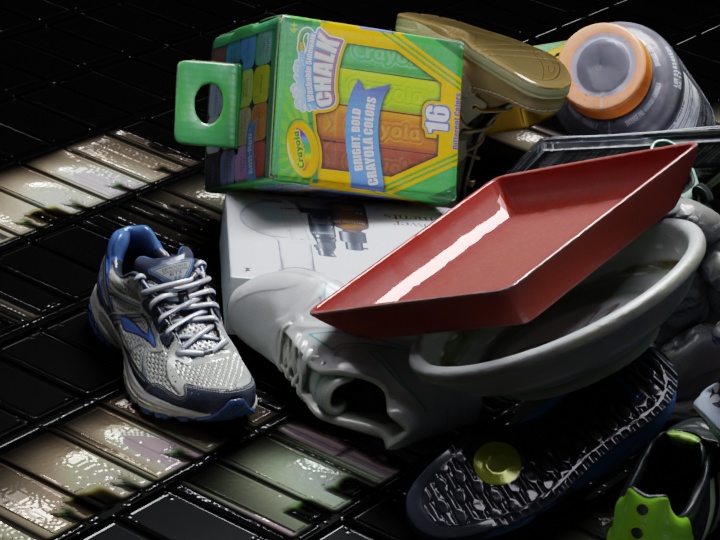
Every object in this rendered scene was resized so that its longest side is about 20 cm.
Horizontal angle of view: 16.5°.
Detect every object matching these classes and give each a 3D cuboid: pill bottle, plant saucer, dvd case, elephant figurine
[{"bbox_3d":[0.213,-0.133,1.970,0.106,0.106,0.200,18,-7,22],"label":"pill bottle"},{"bbox_3d":[0.129,0.034,1.553,0.200,0.050,0.200,-23,14,6],"label":"plant saucer"},{"bbox_3d":[0.097,-0.013,1.604,0.200,0.037,0.200,-36,16,-35],"label":"plant saucer"},{"bbox_3d":[0.205,-0.077,1.936,0.200,0.149,0.016,-4,72,-20],"label":"dvd case"},{"bbox_3d":[0.181,0.045,1.689,0.155,0.200,0.142,26,2,-21],"label":"elephant figurine"}]

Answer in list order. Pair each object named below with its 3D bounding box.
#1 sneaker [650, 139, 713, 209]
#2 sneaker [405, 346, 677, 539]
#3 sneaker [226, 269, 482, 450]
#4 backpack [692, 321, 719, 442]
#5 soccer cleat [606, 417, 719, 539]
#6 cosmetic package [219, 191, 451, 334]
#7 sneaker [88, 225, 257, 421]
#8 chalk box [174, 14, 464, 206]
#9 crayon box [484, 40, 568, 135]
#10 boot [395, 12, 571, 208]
[{"bbox_3d":[0.243,-0.050,1.891,0.074,0.118,0.200,12,24,13],"label":"sneaker"},{"bbox_3d":[0.115,0.121,1.557,0.200,0.078,0.066,-31,67,-19],"label":"sneaker"},{"bbox_3d":[-0.018,0.057,1.652,0.200,0.070,0.080,24,34,32],"label":"sneaker"},{"bbox_3d":[0.314,0.092,1.541,0.190,0.154,0.200,15,34,-56],"label":"backpack"},{"bbox_3d":[0.202,0.128,1.546,0.068,0.081,0.200,15,26,16],"label":"soccer cleat"},{"bbox_3d":[0.000,0.000,1.800,0.200,0.052,0.151,4,27,-7],"label":"cosmetic package"},{"bbox_3d":[-0.128,0.032,1.655,0.077,0.085,0.200,-8,30,-29],"label":"sneaker"},{"bbox_3d":[-0.040,-0.116,1.851,0.200,0.125,0.124,5,-5,-27],"label":"chalk box"},{"bbox_3d":[0.106,-0.146,2.049,0.200,0.052,0.126,-7,13,38],"label":"crayon box"},{"bbox_3d":[0.081,-0.106,1.917,0.072,0.155,0.200,3,16,-35],"label":"boot"}]
